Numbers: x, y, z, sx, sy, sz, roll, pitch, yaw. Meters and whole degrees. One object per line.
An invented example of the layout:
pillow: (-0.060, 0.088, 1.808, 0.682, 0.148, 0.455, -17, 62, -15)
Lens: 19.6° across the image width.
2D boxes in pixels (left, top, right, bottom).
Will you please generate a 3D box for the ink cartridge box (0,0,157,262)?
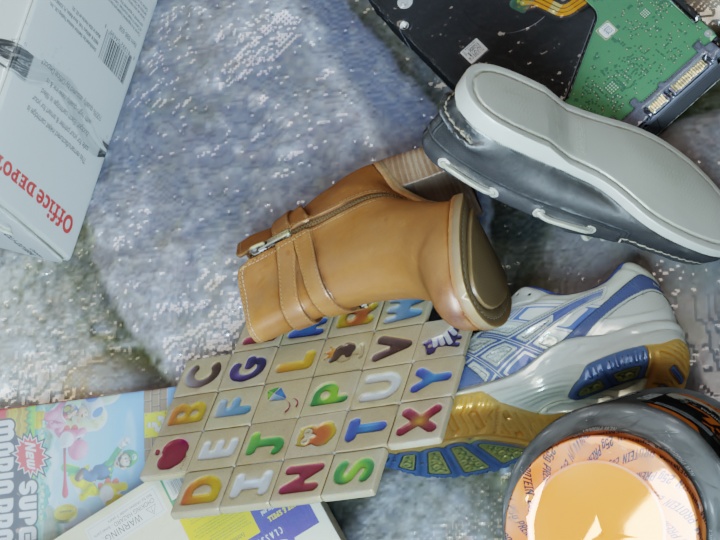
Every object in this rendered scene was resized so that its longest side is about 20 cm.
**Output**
ink cartridge box: (-0.220, -0.125, 1.341, 0.084, 0.144, 0.200, 9, 73, 22)

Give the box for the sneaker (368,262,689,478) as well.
sneaker: (0.091, 0.058, 1.228, 0.200, 0.075, 0.088, -16, 51, 7)

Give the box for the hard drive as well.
hard drive: (0.116, -0.152, 1.307, 0.140, 0.038, 0.200, -42, 63, -1)

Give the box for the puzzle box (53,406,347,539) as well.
puzzle box: (-0.105, 0.188, 1.236, 0.200, 0.025, 0.133, -32, 64, 3)

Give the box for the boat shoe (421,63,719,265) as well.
boat shoe: (0.129, -0.050, 1.217, 0.060, 0.200, 0.074, -49, 27, 40)

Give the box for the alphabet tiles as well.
alphabet tiles: (-0.032, 0.076, 1.228, 0.200, 0.006, 0.167, -10, 39, 27)

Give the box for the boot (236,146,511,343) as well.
boot: (0.000, 0.000, 1.227, 0.155, 0.077, 0.200, -24, 33, 7)

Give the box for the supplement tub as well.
supplement tub: (0.146, 0.126, 1.092, 0.122, 0.200, 0.123, 0, 91, 18)

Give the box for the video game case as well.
video game case: (-0.182, 0.150, 1.298, 0.200, 0.017, 0.143, -8, 68, 14)
